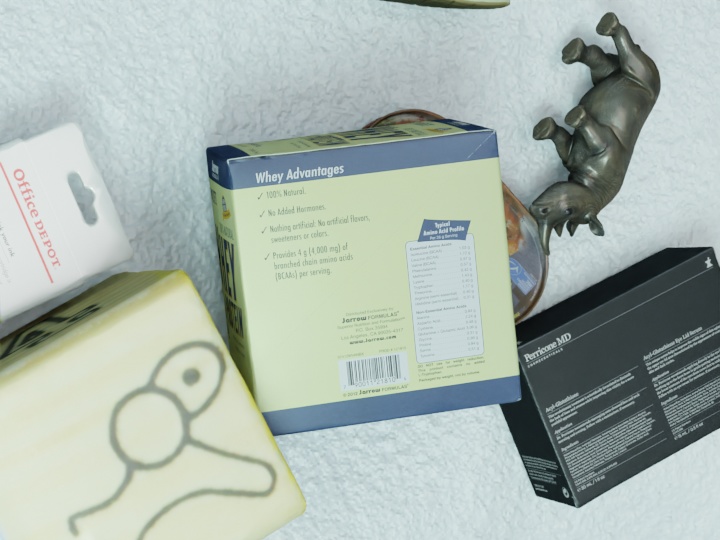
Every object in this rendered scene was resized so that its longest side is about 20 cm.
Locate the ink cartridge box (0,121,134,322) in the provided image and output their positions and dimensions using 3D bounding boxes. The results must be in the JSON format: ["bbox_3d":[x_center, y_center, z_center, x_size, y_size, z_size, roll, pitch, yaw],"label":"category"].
[{"bbox_3d":[-0.276,-0.019,1.318,0.200,0.067,0.117,-25,98,-19],"label":"ink cartridge box"}]

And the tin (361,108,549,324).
[{"bbox_3d":[0.065,-0.038,1.472,0.112,0.042,0.200,-46,105,-20],"label":"tin"}]

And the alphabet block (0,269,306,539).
[{"bbox_3d":[-0.187,0.128,1.285,0.200,0.196,0.196,-29,101,-20],"label":"alphabet block"}]

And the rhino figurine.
[{"bbox_3d":[0.187,-0.102,1.499,0.087,0.060,0.200,33,72,-34],"label":"rhino figurine"}]

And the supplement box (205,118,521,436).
[{"bbox_3d":[0.000,0.000,1.364,0.199,0.134,0.200,-7,99,-10],"label":"supplement box"}]

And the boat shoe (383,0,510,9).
[{"bbox_3d":[0.026,-0.243,1.439,0.200,0.072,0.066,5,93,-17],"label":"boat shoe"}]

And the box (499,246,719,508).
[{"bbox_3d":[0.215,0.083,1.508,0.200,0.079,0.141,-25,102,-20],"label":"box"}]
